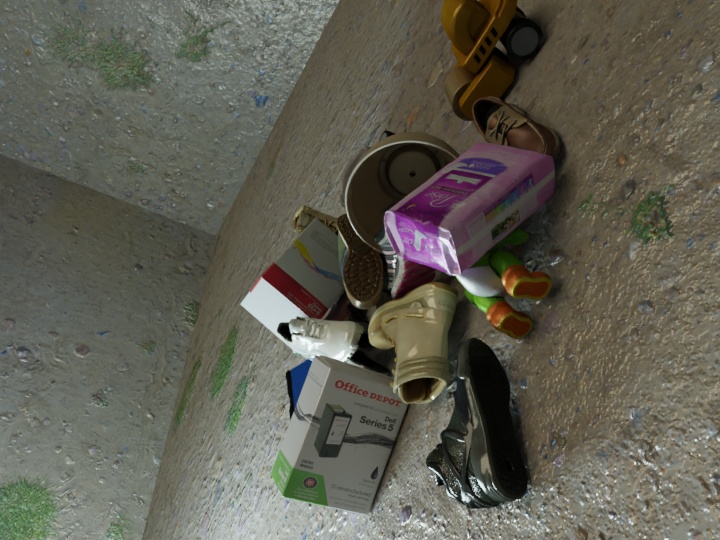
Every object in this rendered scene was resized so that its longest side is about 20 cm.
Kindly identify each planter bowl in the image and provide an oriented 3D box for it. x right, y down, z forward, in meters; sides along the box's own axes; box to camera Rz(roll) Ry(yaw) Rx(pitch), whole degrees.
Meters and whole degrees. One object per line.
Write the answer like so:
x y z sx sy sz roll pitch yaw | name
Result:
0.081 -0.137 0.955 0.200 0.200 0.135 -56 13 30 | planter bowl

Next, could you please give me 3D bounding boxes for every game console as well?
-0.089 0.286 1.199 0.170 0.118 0.200 -31 30 7 | game console

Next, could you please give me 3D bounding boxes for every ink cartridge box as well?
-0.029 0.249 0.906 0.084 0.145 0.200 16 86 69 | ink cartridge box
-0.115 0.024 1.217 0.200 0.145 0.145 -52 4 -37 | ink cartridge box

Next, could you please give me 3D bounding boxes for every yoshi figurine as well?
0.167 -0.001 0.768 0.112 0.112 0.200 -31 37 -6 | yoshi figurine

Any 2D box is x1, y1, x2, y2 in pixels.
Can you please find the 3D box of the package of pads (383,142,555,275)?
0.137 -0.084 0.742 0.200 0.076 0.120 -37 35 -25 | package of pads

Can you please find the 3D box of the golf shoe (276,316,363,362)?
-0.077 0.115 1.020 0.200 0.097 0.078 -17 49 54 | golf shoe

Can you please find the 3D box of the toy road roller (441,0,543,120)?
0.182 -0.364 0.967 0.200 0.146 0.123 -55 24 31 | toy road roller

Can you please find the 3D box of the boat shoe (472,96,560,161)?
0.210 -0.193 0.837 0.076 0.072 0.200 -60 26 21 | boat shoe

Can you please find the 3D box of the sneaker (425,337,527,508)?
0.123 0.179 0.695 0.114 0.076 0.200 -41 39 39 | sneaker

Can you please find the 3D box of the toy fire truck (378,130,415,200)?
0.058 -0.151 1.120 0.176 0.128 0.200 -123 49 -64 | toy fire truck

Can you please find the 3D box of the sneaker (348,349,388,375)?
-0.024 0.190 1.056 0.200 0.076 0.088 -160 85 -69 | sneaker

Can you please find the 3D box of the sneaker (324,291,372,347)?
-0.015 0.082 1.138 0.200 0.076 0.116 -8 50 59 | sneaker

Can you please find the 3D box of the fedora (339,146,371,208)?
0.017 -0.199 1.295 0.200 0.090 0.177 -59 23 24 | fedora

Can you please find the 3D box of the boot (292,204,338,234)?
-0.062 -0.087 1.290 0.073 0.155 0.200 -67 21 2 | boot

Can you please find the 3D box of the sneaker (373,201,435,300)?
0.065 -0.029 0.906 0.088 0.074 0.200 57 164 33 | sneaker

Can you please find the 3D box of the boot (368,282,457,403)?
0.067 0.122 0.876 0.200 0.073 0.156 -35 38 49 | boot

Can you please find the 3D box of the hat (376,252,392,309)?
0.045 -0.024 1.072 0.201 0.081 0.201 -53 25 38 | hat

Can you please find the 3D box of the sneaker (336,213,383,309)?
0.000 0.000 0.997 0.090 0.067 0.200 85 174 -49 | sneaker

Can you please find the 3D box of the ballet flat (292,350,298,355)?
-0.115 0.148 1.298 0.200 0.069 0.070 152 135 -68 | ballet flat
